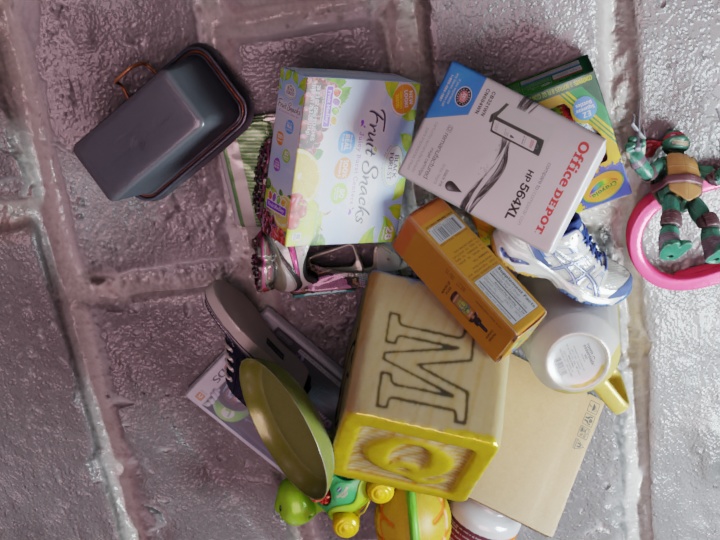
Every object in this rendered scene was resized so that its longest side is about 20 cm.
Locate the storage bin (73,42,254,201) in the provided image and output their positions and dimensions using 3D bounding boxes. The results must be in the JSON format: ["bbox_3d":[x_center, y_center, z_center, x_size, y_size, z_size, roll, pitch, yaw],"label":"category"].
[{"bbox_3d":[-0.249,-0.177,1.393,0.199,0.134,0.146,-36,94,16],"label":"storage bin"}]

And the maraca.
[{"bbox_3d":[0.073,0.354,1.609,0.105,0.139,0.201,-2,149,2],"label":"maraca"}]

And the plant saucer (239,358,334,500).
[{"bbox_3d":[-0.088,0.195,1.471,0.031,0.199,0.203,-28,116,-25],"label":"plant saucer"}]

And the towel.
[{"bbox_3d":[-0.077,-0.134,1.479,0.197,0.023,0.155,-9,114,5],"label":"towel"}]

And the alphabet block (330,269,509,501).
[{"bbox_3d":[0.074,0.149,1.467,0.193,0.202,0.196,12,147,-1],"label":"alphabet block"}]

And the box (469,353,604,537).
[{"bbox_3d":[0.226,0.235,1.572,0.162,0.021,0.202,27,78,-10],"label":"box"}]

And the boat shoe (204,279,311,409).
[{"bbox_3d":[-0.160,0.110,1.542,0.092,0.075,0.201,-32,108,23],"label":"boat shoe"}]

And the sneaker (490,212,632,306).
[{"bbox_3d":[0.260,-0.023,1.415,0.197,0.076,0.089,19,125,-19],"label":"sneaker"}]

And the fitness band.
[{"bbox_3d":[0.439,-0.052,1.483,0.197,0.038,0.145,-18,112,9],"label":"fitness band"}]

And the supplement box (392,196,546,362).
[{"bbox_3d":[0.130,0.010,1.406,0.201,0.068,0.067,51,144,15],"label":"supplement box"}]

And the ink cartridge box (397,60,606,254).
[{"bbox_3d":[0.165,-0.128,1.333,0.198,0.084,0.148,28,96,10],"label":"ink cartridge box"}]

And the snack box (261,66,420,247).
[{"bbox_3d":[-0.024,-0.136,1.393,0.167,0.067,0.203,-3,111,-36],"label":"snack box"}]

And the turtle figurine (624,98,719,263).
[{"bbox_3d":[0.392,-0.111,1.400,0.147,0.203,0.101,-4,157,3],"label":"turtle figurine"}]

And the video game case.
[{"bbox_3d":[-0.113,0.174,1.620,0.199,0.023,0.182,40,110,-15],"label":"video game case"}]

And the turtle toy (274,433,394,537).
[{"bbox_3d":[-0.035,0.285,1.597,0.101,0.146,0.200,36,112,-18],"label":"turtle toy"}]

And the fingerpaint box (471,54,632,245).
[{"bbox_3d":[0.214,-0.145,1.430,0.197,0.074,0.169,-18,113,11],"label":"fingerpaint box"}]

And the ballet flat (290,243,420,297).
[{"bbox_3d":[0.000,0.000,1.518,0.196,0.069,0.072,0,96,3],"label":"ballet flat"}]

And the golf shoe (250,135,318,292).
[{"bbox_3d":[-0.091,-0.072,1.459,0.091,0.073,0.203,-2,112,-11],"label":"golf shoe"}]

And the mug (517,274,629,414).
[{"bbox_3d":[0.285,0.086,1.489,0.184,0.154,0.151,19,114,-7],"label":"mug"}]

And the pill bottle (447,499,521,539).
[{"bbox_3d":[0.165,0.371,1.649,0.108,0.110,0.202,17,115,-5],"label":"pill bottle"}]
